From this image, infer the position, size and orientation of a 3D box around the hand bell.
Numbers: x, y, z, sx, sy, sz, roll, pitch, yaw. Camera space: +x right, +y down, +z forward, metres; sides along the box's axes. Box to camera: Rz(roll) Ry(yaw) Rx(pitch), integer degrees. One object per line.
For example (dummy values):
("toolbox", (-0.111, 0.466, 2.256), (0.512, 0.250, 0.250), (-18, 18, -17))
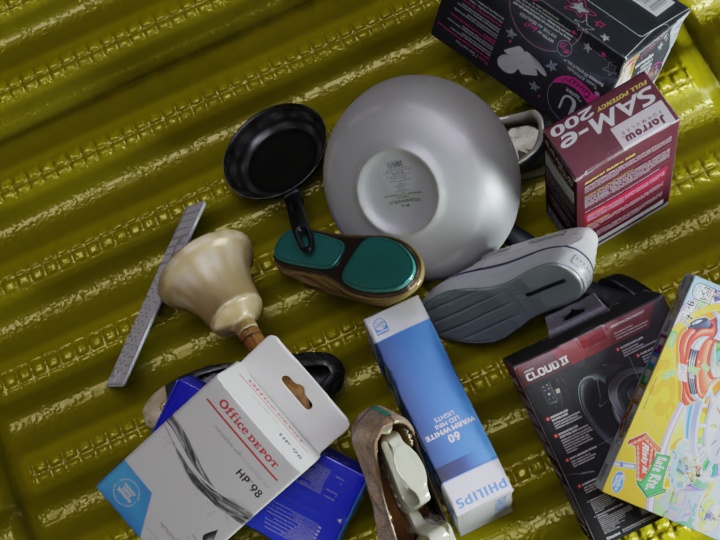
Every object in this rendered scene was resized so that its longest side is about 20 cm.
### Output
("hand bell", (-0.099, 0.066, 1.401), (0.104, 0.104, 0.200), (-34, 58, -4))

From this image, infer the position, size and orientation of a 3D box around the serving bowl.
("serving bowl", (0.047, -0.081, 1.416), (0.200, 0.066, 0.200), (7, 108, 24))

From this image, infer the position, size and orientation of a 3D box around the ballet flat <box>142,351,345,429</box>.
("ballet flat", (-0.113, 0.111, 1.434), (0.200, 0.057, 0.067), (-15, 74, 3))

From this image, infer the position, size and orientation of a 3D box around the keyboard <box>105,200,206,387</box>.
("keyboard", (-0.201, 0.023, 1.480), (0.011, 0.056, 0.200), (26, 75, -15))

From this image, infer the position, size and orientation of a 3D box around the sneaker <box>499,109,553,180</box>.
("sneaker", (0.098, -0.108, 1.462), (0.200, 0.090, 0.067), (-19, 71, 1))

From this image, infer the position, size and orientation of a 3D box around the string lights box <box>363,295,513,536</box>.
("string lights box", (0.073, 0.133, 1.377), (0.059, 0.103, 0.200), (-24, 70, -3))

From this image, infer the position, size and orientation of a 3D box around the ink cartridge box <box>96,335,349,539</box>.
("ink cartridge box", (-0.121, 0.164, 1.330), (0.200, 0.067, 0.116), (-43, 86, 15))

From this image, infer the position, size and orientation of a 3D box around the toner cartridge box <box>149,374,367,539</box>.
("toner cartridge box", (-0.097, 0.184, 1.390), (0.200, 0.043, 0.095), (27, 97, 8))

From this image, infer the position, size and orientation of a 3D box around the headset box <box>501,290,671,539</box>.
("headset box", (0.229, 0.121, 1.338), (0.149, 0.077, 0.200), (-26, 93, -1))

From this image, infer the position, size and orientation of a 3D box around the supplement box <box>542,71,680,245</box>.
("supplement box", (0.228, -0.093, 1.381), (0.109, 0.200, 0.061), (-30, 70, -3))

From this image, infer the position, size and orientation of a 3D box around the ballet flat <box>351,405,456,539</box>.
("ballet flat", (0.046, 0.216, 1.332), (0.068, 0.067, 0.200), (-26, 97, -27))

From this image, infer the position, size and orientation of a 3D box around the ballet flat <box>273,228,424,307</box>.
("ballet flat", (0.000, 0.000, 1.414), (0.200, 0.063, 0.069), (17, 68, 47))

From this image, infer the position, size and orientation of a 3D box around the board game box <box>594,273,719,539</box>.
("board game box", (0.302, 0.120, 1.285), (0.134, 0.034, 0.200), (22, 92, -3))

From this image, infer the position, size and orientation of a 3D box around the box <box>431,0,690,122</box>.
("box", (0.192, -0.242, 1.463), (0.200, 0.115, 0.132), (38, 49, 17))

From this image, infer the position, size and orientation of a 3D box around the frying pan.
("frying pan", (-0.061, -0.097, 1.485), (0.115, 0.031, 0.190), (-45, 52, -5))

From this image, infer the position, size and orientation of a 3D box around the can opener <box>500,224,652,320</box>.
("can opener", (0.197, 0.019, 1.431), (0.200, 0.079, 0.063), (30, 117, 19))

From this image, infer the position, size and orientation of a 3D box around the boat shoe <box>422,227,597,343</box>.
("boat shoe", (0.143, 0.014, 1.398), (0.200, 0.074, 0.067), (-17, 29, 43))
